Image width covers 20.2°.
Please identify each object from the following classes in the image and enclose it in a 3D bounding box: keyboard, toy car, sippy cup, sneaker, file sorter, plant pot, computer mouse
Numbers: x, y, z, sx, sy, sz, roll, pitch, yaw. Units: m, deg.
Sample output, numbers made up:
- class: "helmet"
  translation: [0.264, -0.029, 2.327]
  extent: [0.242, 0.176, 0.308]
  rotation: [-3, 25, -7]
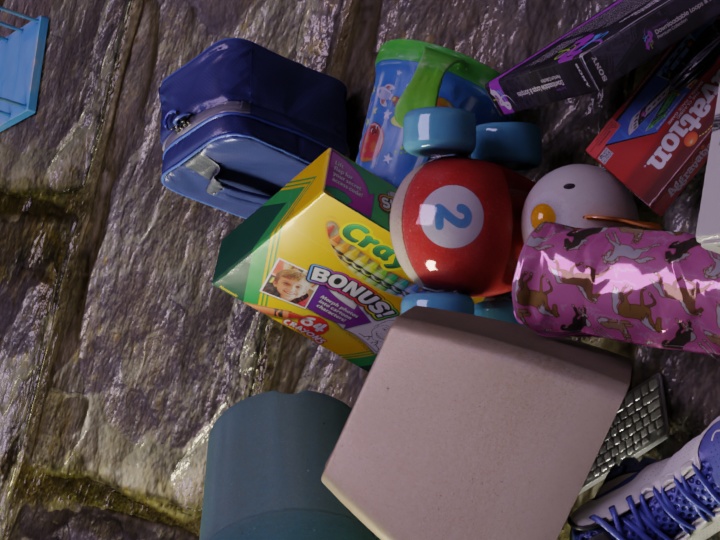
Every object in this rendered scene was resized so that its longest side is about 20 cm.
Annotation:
- class: "keyboard"
  translation: [0.177, 0.150, 1.623]
  extent: [0.200, 0.011, 0.057]
  rotation: [-39, 46, 40]
- class: "toy car"
  translation: [0.145, -0.038, 1.627]
  extent: [0.199, 0.176, 0.186]
  rotation: [-5, 82, 42]
- class: "sippy cup"
  translation: [0.058, -0.116, 1.784]
  extent: [0.139, 0.178, 0.131]
  rotation: [11, 75, 45]
- class: "sneaker"
  translation: [0.217, 0.177, 1.442]
  extent: [0.081, 0.115, 0.199]
  rotation: [54, 142, -2]
- class: "file sorter"
  translation: [-0.532, -0.272, 2.761]
  extent: [0.200, 0.122, 0.140]
  rotation: [-18, 61, 52]
- class: "plant pot"
  translation: [-0.061, 0.225, 1.793]
  extent: [0.200, 0.199, 0.197]
  rotation: [-45, 35, 36]
- class: "computer mouse"
  translation: [0.311, -0.202, 1.518]
  extent: [0.200, 0.034, 0.059]
  rotation: [-44, 14, 16]
- class: "plant pot"
  translation: [0.083, 0.128, 1.525]
  extent: [0.201, 0.176, 0.200]
  rotation: [-65, -7, 6]

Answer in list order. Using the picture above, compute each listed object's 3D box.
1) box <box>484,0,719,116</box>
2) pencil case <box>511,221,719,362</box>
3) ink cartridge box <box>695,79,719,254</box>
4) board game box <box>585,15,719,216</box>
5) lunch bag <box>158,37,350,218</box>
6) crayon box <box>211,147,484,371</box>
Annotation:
- class: "box"
  translation: [0.195, -0.179, 1.597]
  extent: [0.143, 0.036, 0.200]
  rotation: [-33, 7, -15]
- class: "pencil case"
  translation: [0.211, 0.016, 1.501]
  extent: [0.199, 0.083, 0.087]
  rotation: [9, 50, 31]
- class: "ink cartridge box"
  translation: [0.321, -0.098, 1.396]
  extent: [0.084, 0.145, 0.201]
  rotation: [-4, 74, 54]
- class: "board game box"
  translation: [0.267, -0.146, 1.571]
  extent: [0.200, 0.019, 0.103]
  rotation: [-52, 38, 8]
- class: "lunch bag"
  translation: [-0.107, -0.128, 1.995]
  extent: [0.136, 0.199, 0.133]
  rotation: [-30, 55, 40]
- class: "crayon box"
  translation: [0.000, 0.000, 1.774]
  extent: [0.172, 0.199, 0.059]
  rotation: [-37, 33, 43]
